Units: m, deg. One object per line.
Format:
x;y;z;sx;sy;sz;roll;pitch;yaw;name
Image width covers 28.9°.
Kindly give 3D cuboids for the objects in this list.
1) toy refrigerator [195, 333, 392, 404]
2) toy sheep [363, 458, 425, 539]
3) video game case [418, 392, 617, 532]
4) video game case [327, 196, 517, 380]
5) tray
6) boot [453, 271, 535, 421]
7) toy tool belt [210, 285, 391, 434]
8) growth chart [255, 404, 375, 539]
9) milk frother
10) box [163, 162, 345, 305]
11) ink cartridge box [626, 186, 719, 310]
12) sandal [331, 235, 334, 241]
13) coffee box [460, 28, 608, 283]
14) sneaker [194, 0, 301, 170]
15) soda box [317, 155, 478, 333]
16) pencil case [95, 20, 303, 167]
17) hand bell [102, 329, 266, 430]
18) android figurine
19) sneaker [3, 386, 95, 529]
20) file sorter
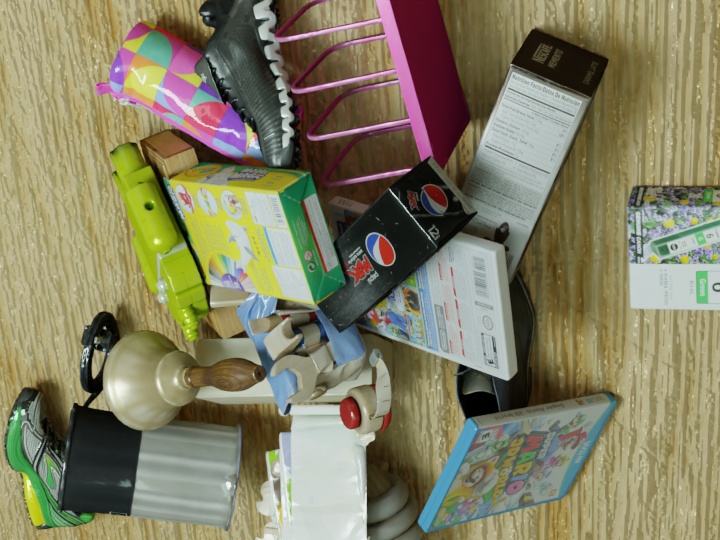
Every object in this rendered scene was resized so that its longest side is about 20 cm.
-0.070;0.103;1.482;0.198;0.076;0.071;-3;79;19;toy refrigerator
0.010;0.295;1.538;0.137;0.138;0.202;-8;109;21;toy sheep
0.161;0.193;1.416;0.018;0.199;0.144;48;129;37;video game case
0.058;0.015;1.325;0.199;0.018;0.144;18;132;37;video game case
-0.171;-0.037;1.438;0.037;0.099;0.202;-22;113;-17;tray
0.135;0.080;1.403;0.074;0.097;0.202;-3;116;19;boot
-0.064;0.084;1.368;0.201;0.122;0.125;63;150;26;toy tool belt
-0.047;0.236;1.485;0.143;0.018;0.202;3;89;27;growth chart
-0.224;0.164;1.527;0.186;0.181;0.202;8;106;-10;milk frother
-0.106;-0.038;1.309;0.199;0.048;0.118;9;123;47;box
0.353;-0.020;1.311;0.198;0.050;0.110;1;117;18;ink cartridge box
-0.003;-0.007;1.434;0.202;0.050;0.083;-27;93;40;sandal
0.150;-0.106;1.294;0.079;0.115;0.201;23;120;5;coffee box
-0.108;-0.175;1.310;0.090;0.067;0.202;-11;76;-1;sneaker
0.021;-0.020;1.267;0.071;0.063;0.200;50;144;2;soda box
-0.154;-0.166;1.375;0.199;0.089;0.089;27;121;3;pencil case
-0.161;0.107;1.384;0.199;0.104;0.105;-7;117;49;hand bell
-0.205;-0.026;1.420;0.041;0.182;0.201;-21;80;-13;android figurine
-0.362;0.220;1.653;0.084;0.078;0.201;-3;124;11;sneaker
0.005;-0.195;1.278;0.124;0.139;0.202;-8;114;22;file sorter
